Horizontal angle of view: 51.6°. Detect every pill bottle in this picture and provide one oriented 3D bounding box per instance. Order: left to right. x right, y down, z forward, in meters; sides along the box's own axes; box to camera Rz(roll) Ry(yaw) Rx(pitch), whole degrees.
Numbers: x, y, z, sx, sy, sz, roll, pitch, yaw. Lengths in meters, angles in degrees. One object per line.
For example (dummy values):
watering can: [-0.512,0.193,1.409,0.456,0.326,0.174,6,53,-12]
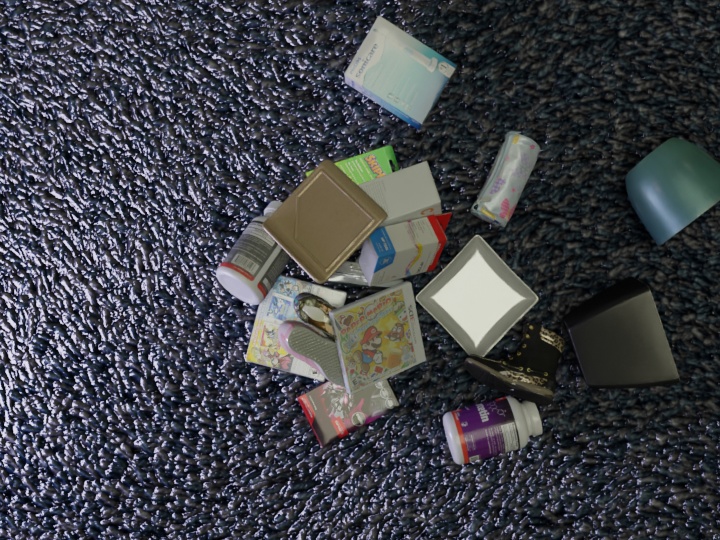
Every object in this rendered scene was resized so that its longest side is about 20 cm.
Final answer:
pill bottle: [-0.204,-0.039,1.560,0.115,0.116,0.201,33,66,-1]
pill bottle: [0.283,0.338,1.597,0.197,0.112,0.114,-15,91,0]

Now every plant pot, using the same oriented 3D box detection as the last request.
plant pot: [0.533,0.145,1.562,0.175,0.200,0.202,-20,91,11]
plant pot: [0.653,-0.176,1.553,0.200,0.201,0.162,-37,79,0]

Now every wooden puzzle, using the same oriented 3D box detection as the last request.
wooden puzzle: [-0.072,-0.099,1.501,0.200,0.037,0.185,-44,73,-6]

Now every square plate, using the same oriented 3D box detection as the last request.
square plate: [0.255,0.061,1.634,0.198,0.028,0.200,-45,91,1]

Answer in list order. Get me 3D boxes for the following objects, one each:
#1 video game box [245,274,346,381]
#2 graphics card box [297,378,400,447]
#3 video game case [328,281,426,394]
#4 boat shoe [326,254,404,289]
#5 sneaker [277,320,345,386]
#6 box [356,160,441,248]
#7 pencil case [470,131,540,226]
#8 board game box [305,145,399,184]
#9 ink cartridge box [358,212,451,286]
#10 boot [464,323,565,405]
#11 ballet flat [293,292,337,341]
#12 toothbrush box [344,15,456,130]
video game box: [-0.140,0.121,1.624,0.179,0.047,0.203,15,91,-3]
graphics card box: [-0.025,0.283,1.626,0.198,0.051,0.127,-27,90,-1]
video game case: [0.040,0.141,1.570,0.198,0.023,0.185,-20,107,-25]
boat shoe: [0.000,0.000,1.607,0.197,0.074,0.068,6,84,-6]
sneaker: [-0.094,0.168,1.574,0.200,0.104,0.076,39,80,-28]
box: [0.064,-0.134,1.566,0.197,0.124,0.099,-18,74,3]
pencil case: [0.310,-0.195,1.601,0.090,0.083,0.202,26,90,-23]
board game box: [-0.012,-0.199,1.628,0.197,0.030,0.097,-18,92,3]
ink cartridge box: [0.104,-0.045,1.556,0.197,0.117,0.068,-14,61,-19]
boot: [0.336,0.185,1.597,0.198,0.073,0.152,19,64,16]
ballet flat: [-0.055,0.113,1.571,0.198,0.072,0.073,29,91,-4]
toothbrush box: [0.083,-0.421,1.595,0.198,0.085,0.148,31,92,-1]
